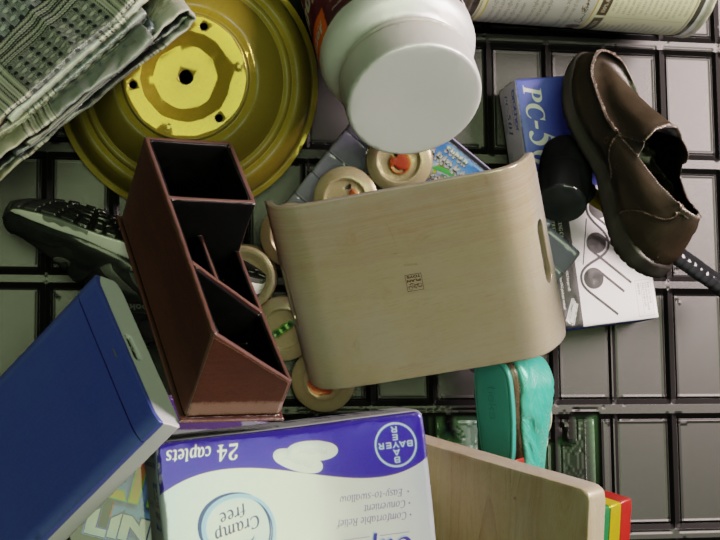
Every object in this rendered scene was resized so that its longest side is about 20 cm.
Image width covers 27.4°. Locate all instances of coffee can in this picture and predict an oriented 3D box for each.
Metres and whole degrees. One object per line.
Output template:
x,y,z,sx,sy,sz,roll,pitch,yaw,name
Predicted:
0.166,-0.260,1.147,0.199,0.146,0.147,3,83,-11,coffee can

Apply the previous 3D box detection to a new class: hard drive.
-0.213,0.117,0.985,0.200,0.025,0.132,-45,51,18,hard drive

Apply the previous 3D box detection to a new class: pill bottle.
0.018,-0.184,1.077,0.114,0.114,0.200,-3,44,-12,pill bottle

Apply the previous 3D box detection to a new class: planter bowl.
-0.128,-0.140,1.087,0.200,0.083,0.201,0,94,-5,planter bowl

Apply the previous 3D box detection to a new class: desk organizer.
-0.101,0.002,0.984,0.071,0.077,0.200,1,42,-26,desk organizer

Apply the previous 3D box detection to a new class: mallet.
0.215,-0.024,1.131,0.200,0.041,0.066,37,41,-11,mallet

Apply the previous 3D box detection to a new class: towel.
-0.237,-0.179,1.054,0.192,0.035,0.200,-40,56,-7,towel

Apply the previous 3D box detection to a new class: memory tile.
0.000,0.000,1.113,0.200,0.017,0.153,-36,92,9,memory tile

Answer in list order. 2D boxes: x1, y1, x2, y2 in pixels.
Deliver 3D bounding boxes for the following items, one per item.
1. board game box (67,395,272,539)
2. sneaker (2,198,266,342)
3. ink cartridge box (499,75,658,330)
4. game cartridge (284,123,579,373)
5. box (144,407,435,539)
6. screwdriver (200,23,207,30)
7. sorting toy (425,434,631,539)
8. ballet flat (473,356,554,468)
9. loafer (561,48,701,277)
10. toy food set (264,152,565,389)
-0.154,0.172,1.057,0.199,0.057,0.166,15,82,-9,board game box
-0.177,0.012,1.086,0.199,0.076,0.088,20,100,2,sneaker
0.173,-0.054,1.176,0.094,0.044,0.201,-7,85,-14,ink cartridge box
0.054,-0.032,1.128,0.200,0.038,0.130,39,103,0,game cartridge
-0.044,0.203,0.996,0.183,0.105,0.201,-6,86,-15,box
-0.165,-0.214,1.133,0.200,0.028,0.029,32,38,-8,screwdriver
0.102,0.225,1.053,0.069,0.198,0.201,-8,102,-42,sorting toy
0.121,0.154,1.127,0.070,0.067,0.201,-6,103,-41,ballet flat
0.210,-0.091,1.097,0.073,0.071,0.201,15,49,-39,loafer
0.041,0.000,1.079,0.199,0.060,0.144,-10,107,8,toy food set
